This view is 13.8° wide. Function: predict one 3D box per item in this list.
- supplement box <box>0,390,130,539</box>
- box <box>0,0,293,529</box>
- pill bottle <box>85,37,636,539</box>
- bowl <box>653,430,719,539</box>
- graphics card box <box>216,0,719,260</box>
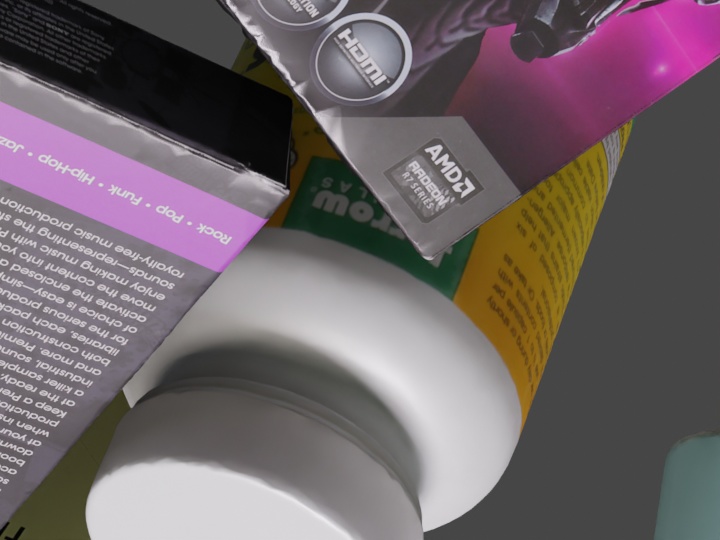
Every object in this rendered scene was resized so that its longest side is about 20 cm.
[{"bbox_3d":[-0.086,0.065,0.929,0.199,0.200,0.134,18,143,7],"label":"supplement box"},{"bbox_3d":[-0.125,0.000,0.716,0.143,0.036,0.200,24,133,-21],"label":"box"},{"bbox_3d":[0.000,0.000,0.801,0.112,0.200,0.113,15,143,12],"label":"pill bottle"},{"bbox_3d":[0.164,0.143,0.918,0.200,0.105,0.201,26,164,8],"label":"bowl"},{"bbox_3d":[0.057,-0.108,0.673,0.200,0.051,0.126,-34,123,7],"label":"graphics card box"}]
